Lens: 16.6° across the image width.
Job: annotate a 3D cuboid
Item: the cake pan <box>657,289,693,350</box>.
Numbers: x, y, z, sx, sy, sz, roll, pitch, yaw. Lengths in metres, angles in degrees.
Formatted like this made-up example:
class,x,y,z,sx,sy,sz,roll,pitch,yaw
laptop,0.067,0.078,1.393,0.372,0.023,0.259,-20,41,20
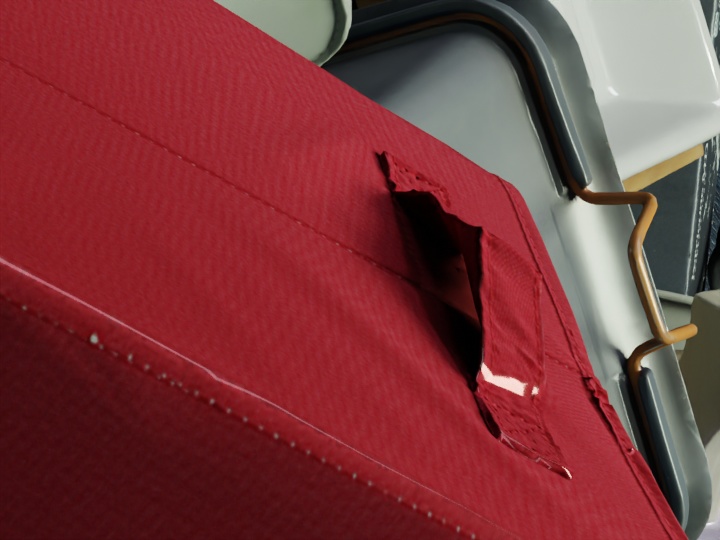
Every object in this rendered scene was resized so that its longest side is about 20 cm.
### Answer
class,x,y,z,sx,sy,sz,roll,pitch,yaw
cake pan,0.144,0.047,1.148,0.199,0.037,0.200,14,-10,2

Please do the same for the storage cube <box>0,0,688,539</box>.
class,x,y,z,sx,sy,sz,roll,pitch,yaw
storage cube,-0.074,0.048,0.438,0.179,0.200,0.171,30,20,-25

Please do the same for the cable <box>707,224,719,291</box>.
class,x,y,z,sx,sy,sz,roll,pitch,yaw
cable,0.246,0.042,1.234,0.200,0.051,0.164,35,-21,53

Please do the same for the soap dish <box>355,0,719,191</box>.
class,x,y,z,sx,sy,sz,roll,pitch,yaw
soap dish,0.074,-0.102,1.037,0.200,0.081,0.158,-25,98,-60

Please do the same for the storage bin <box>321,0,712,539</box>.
class,x,y,z,sx,sy,sz,roll,pitch,yaw
storage bin,0.017,0.028,0.745,0.134,0.145,0.201,-36,111,-57

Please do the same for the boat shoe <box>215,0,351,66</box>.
class,x,y,z,sx,sy,sz,roll,pitch,yaw
boat shoe,-0.092,-0.049,0.702,0.069,0.199,0.075,-113,-170,-46

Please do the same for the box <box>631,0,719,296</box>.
class,x,y,z,sx,sy,sz,roll,pitch,yaw
box,0.121,-0.087,1.245,0.123,0.201,0.197,6,2,12

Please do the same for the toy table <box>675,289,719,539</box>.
class,x,y,z,sx,sy,sz,roll,pitch,yaw
toy table,0.118,0.052,0.972,0.183,0.118,0.200,-11,21,-33

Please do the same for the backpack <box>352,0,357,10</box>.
class,x,y,z,sx,sy,sz,roll,pitch,yaw
backpack,-0.090,-0.180,1.097,0.201,0.150,0.178,55,8,0
